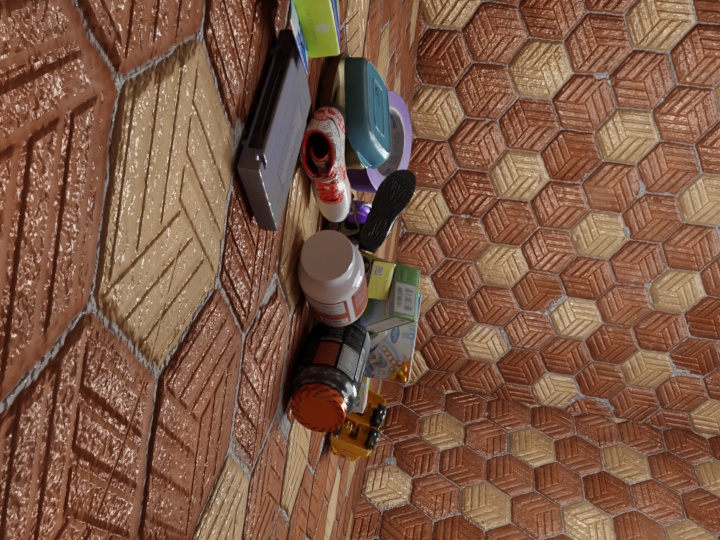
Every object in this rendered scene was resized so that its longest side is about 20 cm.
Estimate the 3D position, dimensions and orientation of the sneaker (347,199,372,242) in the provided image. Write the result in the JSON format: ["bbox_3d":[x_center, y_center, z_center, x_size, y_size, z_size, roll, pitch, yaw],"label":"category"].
[{"bbox_3d":[0.000,-0.093,1.555,0.200,0.068,0.101,73,28,-73],"label":"sneaker"}]

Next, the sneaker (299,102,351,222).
[{"bbox_3d":[-0.056,-0.147,1.032,0.108,0.066,0.204,-70,163,-55],"label":"sneaker"}]

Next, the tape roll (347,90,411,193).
[{"bbox_3d":[0.032,-0.258,1.338,0.199,0.065,0.204,-22,116,-57],"label":"tape roll"}]

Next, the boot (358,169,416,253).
[{"bbox_3d":[0.049,-0.112,1.321,0.166,0.065,0.200,-57,177,0],"label":"boot"}]

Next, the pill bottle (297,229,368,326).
[{"bbox_3d":[-0.046,0.013,1.108,0.201,0.110,0.114,82,18,-68],"label":"pill bottle"}]

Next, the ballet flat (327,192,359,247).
[{"bbox_3d":[-0.035,-0.066,1.285,0.072,0.071,0.203,-72,168,-55],"label":"ballet flat"}]

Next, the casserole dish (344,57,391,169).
[{"bbox_3d":[0.016,-0.267,1.108,0.121,0.038,0.203,38,44,-57],"label":"casserole dish"}]

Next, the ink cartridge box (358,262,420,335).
[{"bbox_3d":[0.040,0.064,1.338,0.199,0.058,0.106,-26,-127,58],"label":"ink cartridge box"}]

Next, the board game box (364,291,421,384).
[{"bbox_3d":[0.022,0.130,1.443,0.026,0.196,0.204,57,41,-74],"label":"board game box"}]

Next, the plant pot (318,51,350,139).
[{"bbox_3d":[-0.045,-0.270,1.139,0.200,0.027,0.204,8,90,-84],"label":"plant pot"}]

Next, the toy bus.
[{"bbox_3d":[-0.027,0.447,1.811,0.201,0.134,0.194,-69,-179,-54],"label":"toy bus"}]

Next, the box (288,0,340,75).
[{"bbox_3d":[-0.053,-0.344,0.753,0.122,0.047,0.204,68,19,-77],"label":"box"}]

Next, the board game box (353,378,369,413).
[{"bbox_3d":[-0.024,0.217,1.564,0.103,0.103,0.204,-2,101,-84],"label":"board game box"}]

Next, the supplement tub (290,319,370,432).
[{"bbox_3d":[-0.055,0.182,1.191,0.201,0.120,0.124,-71,168,-54],"label":"supplement tub"}]

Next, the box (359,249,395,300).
[{"bbox_3d":[0.000,0.000,1.326,0.200,0.049,0.077,29,-73,65],"label":"box"}]

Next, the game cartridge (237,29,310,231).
[{"bbox_3d":[-0.099,-0.163,0.787,0.130,0.038,0.203,93,7,-63],"label":"game cartridge"}]

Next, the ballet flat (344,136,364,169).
[{"bbox_3d":[0.000,-0.236,1.181,0.069,0.062,0.201,68,26,-23],"label":"ballet flat"}]
